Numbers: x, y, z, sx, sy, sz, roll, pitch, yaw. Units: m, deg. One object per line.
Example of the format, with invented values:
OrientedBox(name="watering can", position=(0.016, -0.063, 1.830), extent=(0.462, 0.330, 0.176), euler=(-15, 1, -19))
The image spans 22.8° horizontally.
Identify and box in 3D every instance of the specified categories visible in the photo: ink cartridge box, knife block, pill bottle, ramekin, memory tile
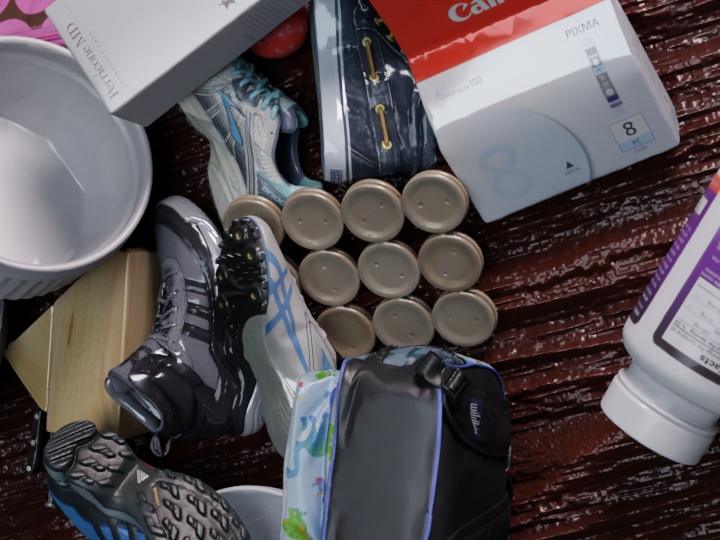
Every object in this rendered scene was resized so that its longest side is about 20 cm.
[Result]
OrientedBox(name="ink cartridge box", position=(0.116, -0.144, 1.276), extent=(0.159, 0.047, 0.200), euler=(-21, 124, 22))
OrientedBox(name="knife block", position=(-0.200, 0.103, 1.466), extent=(0.200, 0.064, 0.176), euler=(-42, 79, 18))
OrientedBox(name="pill bottle", position=(0.254, 0.032, 1.253), extent=(0.111, 0.111, 0.201), euler=(34, 105, 17))
OrientedBox(name="ramekin", position=(-0.272, -0.072, 1.403), extent=(0.201, 0.200, 0.105), euler=(61, 146, 8))
OrientedBox(name="memory tile", position=(0.000, 0.000, 1.371), extent=(0.199, 0.017, 0.154), euler=(-6, 118, 21))

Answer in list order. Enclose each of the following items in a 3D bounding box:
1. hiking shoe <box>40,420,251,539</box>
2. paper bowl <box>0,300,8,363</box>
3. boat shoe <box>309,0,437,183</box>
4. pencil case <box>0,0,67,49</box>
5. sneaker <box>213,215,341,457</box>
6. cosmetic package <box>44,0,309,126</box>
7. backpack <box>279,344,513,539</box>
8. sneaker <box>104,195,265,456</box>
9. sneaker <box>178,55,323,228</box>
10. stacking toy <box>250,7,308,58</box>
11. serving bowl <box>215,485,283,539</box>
OrientedBox(name="hiking shoe", position=(-0.162, 0.196, 1.396), extent=(0.200, 0.074, 0.087), euler=(36, 145, 14))
OrientedBox(name="paper bowl", position=(-0.373, 0.053, 1.488), extent=(0.200, 0.104, 0.202), euler=(-17, 61, 33))
OrientedBox(name="boat shoe", position=(0.010, -0.165, 1.370), extent=(0.090, 0.071, 0.201), euler=(-3, 78, -5))
OrientedBox(name="pencil case", position=(-0.231, -0.208, 1.444), extent=(0.199, 0.094, 0.091), euler=(-11, 110, 23))
OrientedBox(name="sneaker", position=(-0.057, 0.049, 1.380), extent=(0.072, 0.072, 0.201), euler=(1, 112, 50))
OrientedBox(name="cosmetic package", position=(-0.122, -0.208, 1.328), extent=(0.200, 0.071, 0.102), euler=(-37, 79, 11))
OrientedBox(name="backpack", position=(0.030, 0.143, 1.302), extent=(0.146, 0.200, 0.184), euler=(4, 91, 22))
OrientedBox(name="sneaker", position=(-0.150, 0.045, 1.407), extent=(0.075, 0.113, 0.201), euler=(-19, 88, 60))
OrientedBox(name="sneaker", position=(-0.085, -0.127, 1.397), extent=(0.086, 0.078, 0.201), euler=(-18, 98, 29))
OrientedBox(name="stacking toy", position=(-0.094, -0.262, 1.396), extent=(0.085, 0.085, 0.201), euler=(-18, 90, 22))
OrientedBox(name="serving bowl", position=(-0.070, 0.267, 1.418), extent=(0.199, 0.066, 0.201), euler=(0, 91, 26))
